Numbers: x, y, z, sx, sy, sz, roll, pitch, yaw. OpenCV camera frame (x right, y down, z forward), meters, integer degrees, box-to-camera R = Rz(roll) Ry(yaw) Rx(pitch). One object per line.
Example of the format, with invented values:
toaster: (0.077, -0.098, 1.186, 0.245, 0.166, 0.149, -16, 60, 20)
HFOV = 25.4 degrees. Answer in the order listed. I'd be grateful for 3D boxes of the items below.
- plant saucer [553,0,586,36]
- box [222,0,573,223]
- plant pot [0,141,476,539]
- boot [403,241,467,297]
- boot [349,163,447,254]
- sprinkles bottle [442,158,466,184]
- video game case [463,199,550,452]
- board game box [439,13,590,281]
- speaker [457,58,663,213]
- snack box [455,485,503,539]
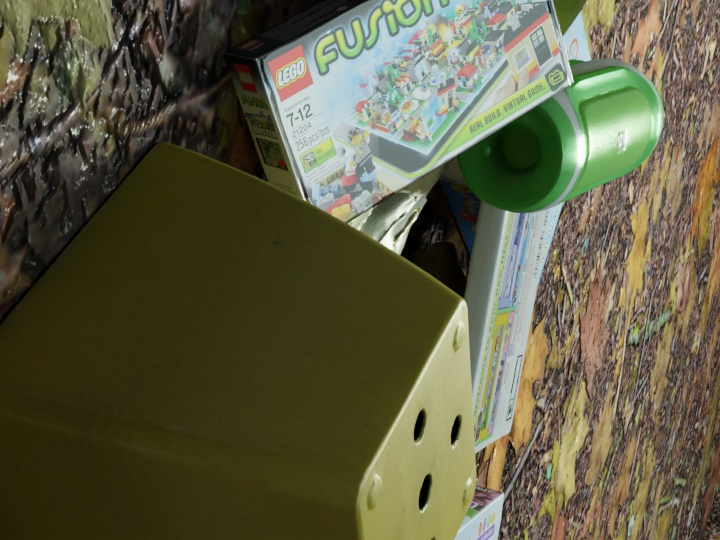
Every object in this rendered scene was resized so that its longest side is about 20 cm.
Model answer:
plant saucer: (0.089, -0.220, 1.007, 0.031, 0.200, 0.202, 11, 91, -31)
box: (0.026, -0.112, 0.893, 0.199, 0.035, 0.111, -33, 119, -25)
plant pot: (-0.049, 0.086, 0.759, 0.200, 0.175, 0.201, -56, 150, -44)
boot: (0.035, 0.022, 1.129, 0.200, 0.073, 0.076, -13, 93, -72)
boot: (0.000, 0.000, 0.994, 0.200, 0.072, 0.156, -45, 141, -48)
sprinkles bottle: (0.098, -0.159, 1.104, 0.068, 0.068, 0.201, -47, 158, -55)
video game case: (0.101, 0.030, 1.165, 0.182, 0.022, 0.202, -4, 105, -74)
board game box: (0.131, -0.120, 1.297, 0.196, 0.055, 0.201, 62, 44, -60)
speaker: (0.138, -0.093, 1.068, 0.200, 0.088, 0.089, -23, 122, -59)
snack box: (-0.010, 0.159, 0.948, 0.200, 0.141, 0.053, -15, 115, -67)
